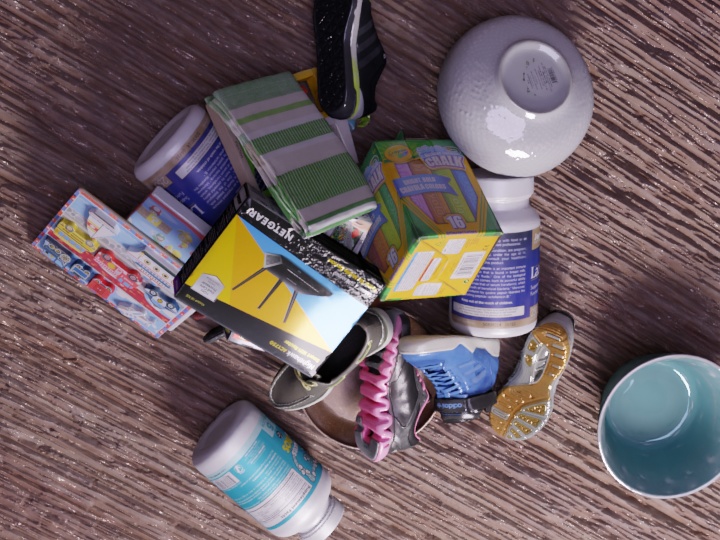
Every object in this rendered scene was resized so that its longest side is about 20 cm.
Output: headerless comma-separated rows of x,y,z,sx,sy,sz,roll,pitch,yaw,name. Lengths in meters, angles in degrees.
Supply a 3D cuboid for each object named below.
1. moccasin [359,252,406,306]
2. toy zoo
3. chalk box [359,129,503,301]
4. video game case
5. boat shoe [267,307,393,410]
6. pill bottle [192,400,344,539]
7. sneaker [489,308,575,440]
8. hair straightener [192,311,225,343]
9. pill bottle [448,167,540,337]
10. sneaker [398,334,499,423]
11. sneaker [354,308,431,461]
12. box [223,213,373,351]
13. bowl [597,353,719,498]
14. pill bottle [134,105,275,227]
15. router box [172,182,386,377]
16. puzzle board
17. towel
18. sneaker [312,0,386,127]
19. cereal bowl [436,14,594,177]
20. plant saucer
0.000,-0.002,1.624,0.200,0.078,0.074,12,67,-21,moccasin
-0.081,-0.168,1.558,0.200,0.020,0.132,-26,92,-40,toy zoo
0.063,-0.080,1.567,0.123,0.201,0.125,-4,143,-28,chalk box
-0.240,-0.010,1.577,0.143,0.017,0.200,39,137,-14,video game case
-0.049,0.114,1.616,0.201,0.060,0.072,-38,79,26,boat shoe
-0.115,0.270,1.681,0.111,0.111,0.200,-45,106,6,pill bottle
0.237,0.139,1.707,0.075,0.088,0.201,29,124,8,sneaker
-0.112,0.054,1.667,0.199,0.041,0.077,-21,106,-5,hair straightener
0.170,-0.025,1.632,0.115,0.116,0.201,-2,106,-6,pill bottle
0.115,0.139,1.631,0.076,0.200,0.112,-1,84,31,sneaker
0.049,0.145,1.660,0.095,0.079,0.201,-2,107,-29,sneaker
-0.076,0.007,1.540,0.110,0.035,0.201,18,110,-23,box
0.399,0.191,1.721,0.200,0.105,0.202,-2,105,-7,bowl
-0.166,-0.094,1.566,0.116,0.116,0.200,-45,109,6,pill bottle
-0.093,0.014,1.486,0.200,0.051,0.149,32,106,-23,router box
-0.297,-0.004,1.588,0.200,0.017,0.151,38,138,-14,puzzle board
-0.075,-0.136,1.484,0.200,0.152,0.023,54,129,9,towel
-0.009,-0.278,1.582,0.083,0.072,0.201,-2,99,-46,sneaker
0.196,-0.220,1.559,0.199,0.083,0.201,3,76,-13,cereal bowl
0.013,0.137,1.699,0.199,0.037,0.202,-1,104,-5,plant saucer
